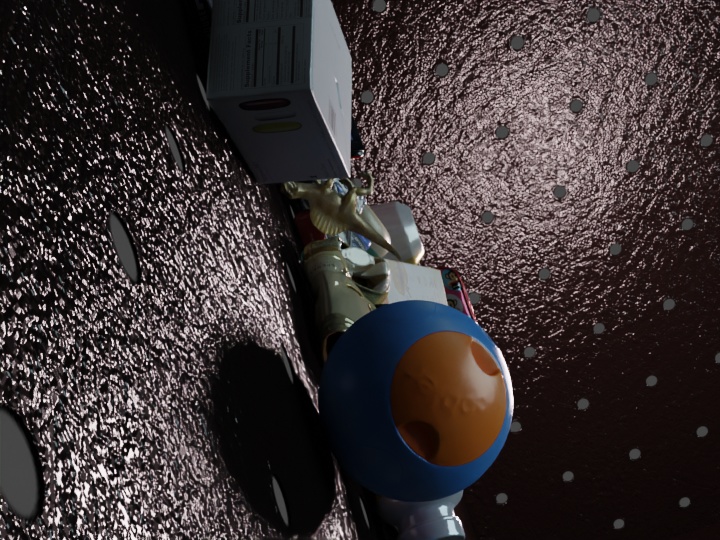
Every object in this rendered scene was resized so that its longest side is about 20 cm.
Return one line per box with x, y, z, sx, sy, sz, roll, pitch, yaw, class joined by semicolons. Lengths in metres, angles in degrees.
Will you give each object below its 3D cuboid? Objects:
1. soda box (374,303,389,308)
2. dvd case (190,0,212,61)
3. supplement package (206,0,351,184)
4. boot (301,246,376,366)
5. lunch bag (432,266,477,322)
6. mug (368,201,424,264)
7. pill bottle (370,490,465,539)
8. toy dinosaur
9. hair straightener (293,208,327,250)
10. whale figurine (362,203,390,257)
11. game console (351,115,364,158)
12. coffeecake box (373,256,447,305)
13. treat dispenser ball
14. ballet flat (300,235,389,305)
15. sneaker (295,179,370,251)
0.050;0.148;1.513;0.063;0.070;0.203;58;34;-83;soda box
-0.160;-0.273;1.293;0.200;0.024;0.152;55;17;-79;dvd case
-0.081;-0.207;1.200;0.200;0.109;0.158;61;28;-66;supplement package
-0.009;0.087;1.376;0.156;0.072;0.201;-105;173;-47;boot
0.091;0.102;1.812;0.082;0.198;0.178;78;-7;-82;lunch bag
0.028;-0.034;1.894;0.187;0.151;0.151;67;5;-54;mug
0.061;0.239;1.362;0.112;0.111;0.202;63;9;-64;pill bottle
-0.024;-0.086;1.498;0.058;0.199;0.102;-36;-154;59;toy dinosaur
-0.038;0.011;1.533;0.077;0.041;0.202;-64;130;-85;hair straightener
-0.045;-0.083;1.689;0.200;0.104;0.159;47;2;5;whale figurine
-0.079;-0.265;1.746;0.200;0.170;0.120;-103;-160;-65;game console
0.055;0.071;1.666;0.199;0.073;0.155;11;63;-54;coffeecake box
0.055;0.132;1.139;0.201;0.199;0.203;-19;90;-86;treat dispenser ball
0.000;0.000;1.486;0.199;0.070;0.071;24;43;-54;ballet flat
-0.041;-0.104;1.577;0.077;0.085;0.202;6;-64;59;sneaker
